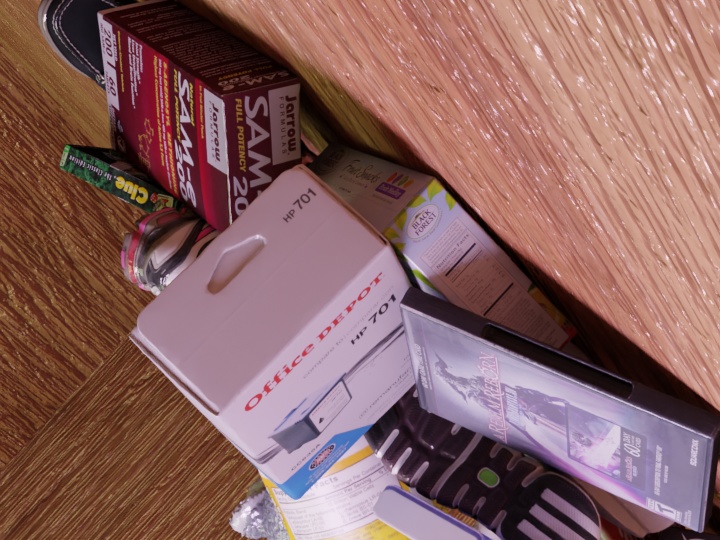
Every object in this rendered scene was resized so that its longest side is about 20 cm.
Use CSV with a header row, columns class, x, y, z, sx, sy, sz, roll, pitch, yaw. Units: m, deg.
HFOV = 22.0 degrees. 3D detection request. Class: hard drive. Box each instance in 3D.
class,x,y,z,sx,sy,sz,roll,pitch,yaw
hard drive,0.115,0.210,1.212,0.200,0.025,0.132,34,173,-27

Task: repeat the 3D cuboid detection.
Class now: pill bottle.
class,x,y,z,sx,sy,sz,roll,pitch,yaw
pill bottle,-0.007,0.152,1.315,0.200,0.113,0.113,66,169,-12

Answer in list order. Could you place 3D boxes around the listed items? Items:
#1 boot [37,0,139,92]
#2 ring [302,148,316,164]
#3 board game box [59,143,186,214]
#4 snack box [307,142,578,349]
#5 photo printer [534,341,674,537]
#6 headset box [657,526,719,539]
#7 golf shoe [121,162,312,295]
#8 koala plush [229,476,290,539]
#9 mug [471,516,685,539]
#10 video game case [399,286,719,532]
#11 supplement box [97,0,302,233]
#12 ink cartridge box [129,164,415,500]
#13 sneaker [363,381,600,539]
class,x,y,z,sx,sy,sz,roll,pitch,yaw
boot,-0.142,-0.142,1.422,0.154,0.074,0.204,35,177,46
ring,0.004,-0.031,1.506,0.200,0.019,0.200,43,174,5
board game box,-0.128,-0.063,1.392,0.105,0.023,0.200,23,-170,24
snack box,0.042,-0.009,1.203,0.142,0.053,0.200,46,173,-20
photo printer,0.130,0.097,1.299,0.166,0.069,0.200,45,174,-17
headset box,0.244,0.304,1.354,0.075,0.200,0.149,8,161,19
golf shoe,-0.063,-0.017,1.292,0.092,0.200,0.073,26,127,41
koala plush,-0.010,0.149,1.459,0.177,0.200,0.184,22,176,32
mug,0.169,0.247,1.425,0.133,0.178,0.200,9,-174,25
video game case,0.121,0.086,1.121,0.200,0.019,0.143,22,156,19
supplement box,-0.111,-0.107,1.270,0.200,0.061,0.109,35,135,51
ink cartridge box,-0.039,0.044,1.149,0.086,0.146,0.200,43,173,22
sneaker,0.083,0.144,1.254,0.200,0.076,0.116,41,174,26
